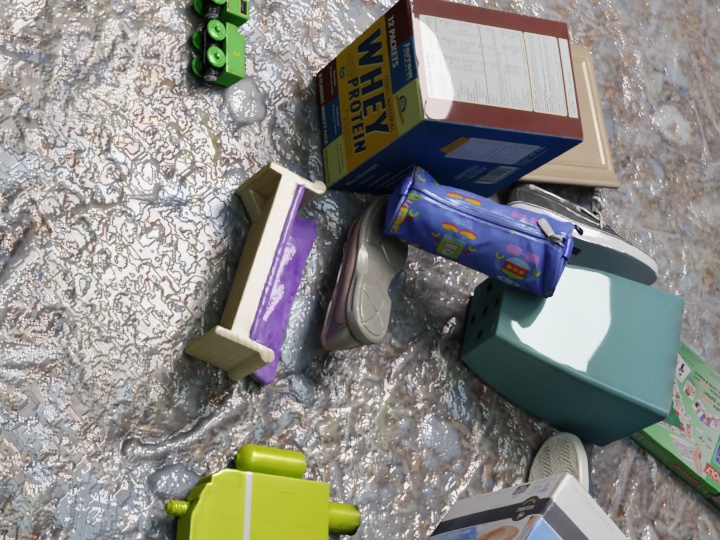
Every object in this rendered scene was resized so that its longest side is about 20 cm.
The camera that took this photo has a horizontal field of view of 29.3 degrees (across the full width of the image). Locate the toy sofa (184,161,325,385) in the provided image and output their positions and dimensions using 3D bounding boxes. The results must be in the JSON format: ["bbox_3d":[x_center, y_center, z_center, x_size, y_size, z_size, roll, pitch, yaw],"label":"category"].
[{"bbox_3d":[-0.089,0.005,1.347,0.097,0.083,0.201,26,62,-20],"label":"toy sofa"}]

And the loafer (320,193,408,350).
[{"bbox_3d":[0.000,0.000,1.414,0.072,0.063,0.201,48,36,-29],"label":"loafer"}]

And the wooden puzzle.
[{"bbox_3d":[0.210,-0.186,1.623,0.184,0.037,0.202,3,65,-31],"label":"wooden puzzle"}]

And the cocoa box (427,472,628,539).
[{"bbox_3d":[0.151,0.299,1.324,0.134,0.200,0.131,49,57,-9],"label":"cocoa box"}]

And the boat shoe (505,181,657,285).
[{"bbox_3d":[0.255,-0.044,1.581,0.198,0.074,0.069,21,57,-7],"label":"boat shoe"}]

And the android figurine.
[{"bbox_3d":[-0.092,0.254,1.287,0.198,0.041,0.184,10,69,-29],"label":"android figurine"}]

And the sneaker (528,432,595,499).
[{"bbox_3d":[0.233,0.276,1.469,0.084,0.075,0.202,21,59,-44],"label":"sneaker"}]

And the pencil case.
[{"bbox_3d":[0.123,-0.040,1.395,0.198,0.087,0.079,21,61,0],"label":"pencil case"}]

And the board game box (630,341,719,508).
[{"bbox_3d":[0.401,0.182,1.619,0.200,0.029,0.135,39,59,-15],"label":"board game box"}]

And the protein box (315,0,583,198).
[{"bbox_3d":[0.089,-0.172,1.443,0.198,0.198,0.136,4,71,-30],"label":"protein box"}]

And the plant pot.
[{"bbox_3d":[0.219,0.077,1.480,0.199,0.141,0.142,22,63,-15],"label":"plant pot"}]

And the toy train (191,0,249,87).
[{"bbox_3d":[-0.143,-0.286,1.438,0.056,0.042,0.202,14,67,-37],"label":"toy train"}]
